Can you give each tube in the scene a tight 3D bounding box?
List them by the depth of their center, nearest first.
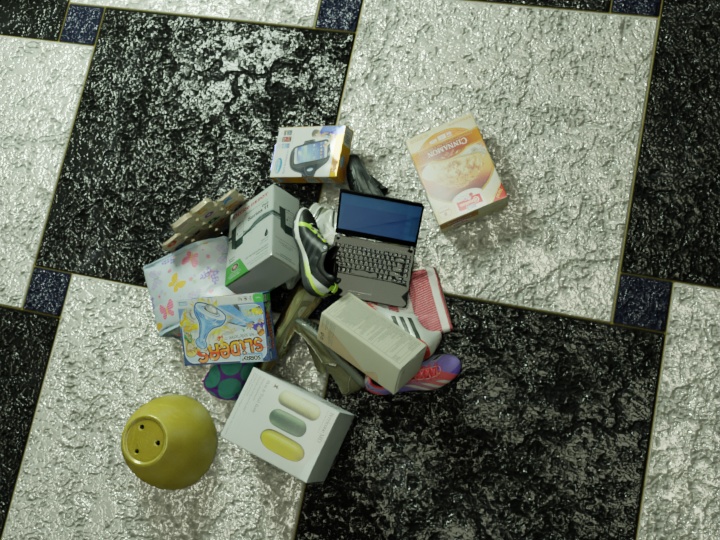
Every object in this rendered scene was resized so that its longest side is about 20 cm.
[{"bbox_3d":[0.000,0.000,1.756,0.198,0.052,0.058,-20,114,1],"label":"tube"}]

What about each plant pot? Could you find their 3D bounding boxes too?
[{"bbox_3d":[-0.417,0.355,1.719,0.198,0.142,0.202,-3,78,12],"label":"plant pot"}]

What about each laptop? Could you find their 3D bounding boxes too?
[{"bbox_3d":[0.026,-0.043,1.690,0.175,0.103,0.202,10,80,2],"label":"laptop"}]

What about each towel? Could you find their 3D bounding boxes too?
[{"bbox_3d":[0.081,0.085,1.732,0.198,0.023,0.145,-17,76,8],"label":"towel"}]

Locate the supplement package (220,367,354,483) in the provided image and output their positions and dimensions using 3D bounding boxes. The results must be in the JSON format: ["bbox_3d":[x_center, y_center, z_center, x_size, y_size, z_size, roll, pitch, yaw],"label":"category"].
[{"bbox_3d":[-0.142,0.311,1.664,0.199,0.151,0.153,24,83,16],"label":"supplement package"}]

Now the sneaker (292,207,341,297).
[{"bbox_3d":[-0.078,-0.042,1.682,0.082,0.072,0.202,-24,67,27],"label":"sneaker"}]

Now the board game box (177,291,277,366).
[{"bbox_3d":[-0.268,0.118,1.661,0.198,0.034,0.137,-6,92,21],"label":"board game box"}]

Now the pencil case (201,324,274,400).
[{"bbox_3d":[-0.254,0.171,1.725,0.092,0.085,0.201,30,104,12],"label":"pencil case"}]

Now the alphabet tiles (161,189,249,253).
[{"bbox_3d":[-0.328,-0.103,1.767,0.195,0.200,0.015,-39,79,3],"label":"alphabet tiles"}]

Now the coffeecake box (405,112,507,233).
[{"bbox_3d":[0.202,-0.203,1.741,0.152,0.073,0.202,-22,75,6],"label":"coffeecake box"}]

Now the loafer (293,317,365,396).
[{"bbox_3d":[-0.072,0.180,1.703,0.070,0.075,0.200,-44,88,8],"label":"loafer"}]

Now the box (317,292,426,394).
[{"bbox_3d":[0.021,0.140,1.620,0.199,0.078,0.095,35,46,23],"label":"box"}]

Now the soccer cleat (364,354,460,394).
[{"bbox_3d":[0.106,0.209,1.665,0.198,0.077,0.067,-10,76,2],"label":"soccer cleat"}]

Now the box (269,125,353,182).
[{"bbox_3d":[-0.118,-0.253,1.814,0.198,0.041,0.120,3,76,28],"label":"box"}]

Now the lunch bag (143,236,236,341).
[{"bbox_3d":[-0.343,0.040,1.781,0.199,0.127,0.171,-25,72,16],"label":"lunch bag"}]

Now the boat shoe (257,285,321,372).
[{"bbox_3d":[-0.153,0.132,1.751,0.063,0.073,0.202,29,79,-14],"label":"boat shoe"}]

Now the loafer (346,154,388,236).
[{"bbox_3d":[0.024,-0.164,1.779,0.070,0.068,0.202,-18,68,-15],"label":"loafer"}]

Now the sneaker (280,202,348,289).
[{"bbox_3d":[-0.089,-0.039,1.763,0.114,0.076,0.202,21,78,17],"label":"sneaker"}]

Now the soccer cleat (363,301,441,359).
[{"bbox_3d":[0.074,0.113,1.690,0.199,0.069,0.085,29,49,28],"label":"soccer cleat"}]

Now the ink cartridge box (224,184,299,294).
[{"bbox_3d":[-0.203,-0.059,1.731,0.146,0.083,0.201,-31,43,30],"label":"ink cartridge box"}]
